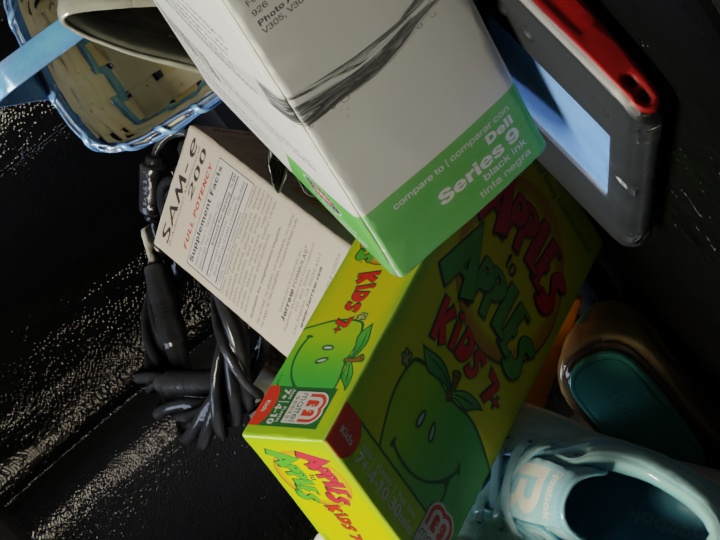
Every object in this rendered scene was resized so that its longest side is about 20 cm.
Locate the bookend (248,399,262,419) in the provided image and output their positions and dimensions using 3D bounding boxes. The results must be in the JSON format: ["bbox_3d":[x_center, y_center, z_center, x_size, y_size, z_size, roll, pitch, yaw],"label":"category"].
[{"bbox_3d":[-0.002,0.026,1.453,0.200,0.092,0.199,53,-145,-6],"label":"bookend"}]

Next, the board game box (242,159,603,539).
[{"bbox_3d":[0.033,0.028,1.118,0.047,0.201,0.102,0,138,39],"label":"board game box"}]

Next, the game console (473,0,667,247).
[{"bbox_3d":[0.052,-0.095,0.975,0.177,0.031,0.200,52,176,13],"label":"game console"}]

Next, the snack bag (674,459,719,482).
[{"bbox_3d":[0.146,0.172,1.211,0.188,0.021,0.201,13,121,35],"label":"snack bag"}]

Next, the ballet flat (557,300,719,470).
[{"bbox_3d":[0.166,0.095,1.236,0.201,0.068,0.063,56,-158,-20],"label":"ballet flat"}]

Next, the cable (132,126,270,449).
[{"bbox_3d":[-0.099,0.020,1.440,0.200,0.050,0.164,-121,40,-53],"label":"cable"}]

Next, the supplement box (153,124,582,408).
[{"bbox_3d":[0.000,0.000,1.280,0.125,0.074,0.200,6,-160,-37],"label":"supplement box"}]

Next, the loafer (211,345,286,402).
[{"bbox_3d":[-0.031,0.024,1.561,0.200,0.068,0.076,-30,-92,-52],"label":"loafer"}]

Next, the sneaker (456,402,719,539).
[{"bbox_3d":[0.084,0.095,1.135,0.199,0.074,0.082,10,170,19],"label":"sneaker"}]

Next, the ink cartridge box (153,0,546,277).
[{"bbox_3d":[-0.028,-0.112,0.924,0.146,0.084,0.200,47,174,36],"label":"ink cartridge box"}]

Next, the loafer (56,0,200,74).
[{"bbox_3d":[-0.037,-0.099,1.100,0.199,0.070,0.070,17,146,-4],"label":"loafer"}]

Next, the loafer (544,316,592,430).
[{"bbox_3d":[0.115,0.075,1.374,0.200,0.072,0.063,54,-176,-46],"label":"loafer"}]

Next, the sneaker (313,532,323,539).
[{"bbox_3d":[0.036,0.149,1.304,0.200,0.077,0.100,117,148,-49],"label":"sneaker"}]

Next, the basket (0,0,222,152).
[{"bbox_3d":[-0.126,-0.150,1.445,0.140,0.176,0.200,56,-174,-3],"label":"basket"}]

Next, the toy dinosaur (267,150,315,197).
[{"bbox_3d":[-0.020,-0.111,1.262,0.199,0.102,0.136,31,-157,-25],"label":"toy dinosaur"}]
